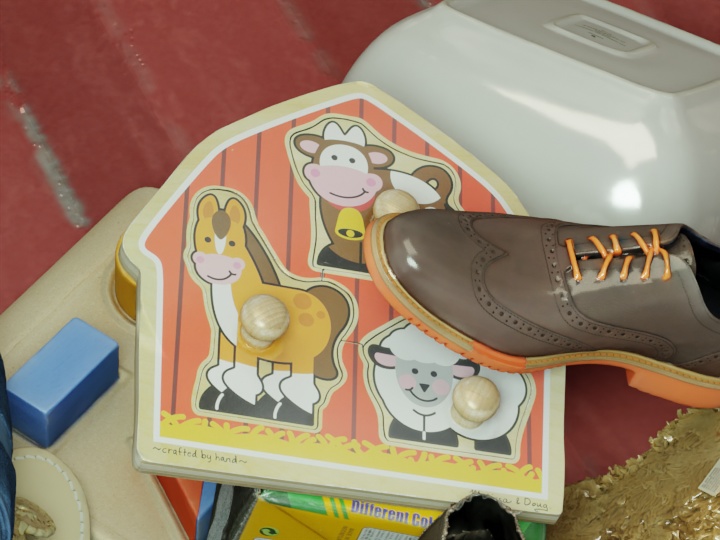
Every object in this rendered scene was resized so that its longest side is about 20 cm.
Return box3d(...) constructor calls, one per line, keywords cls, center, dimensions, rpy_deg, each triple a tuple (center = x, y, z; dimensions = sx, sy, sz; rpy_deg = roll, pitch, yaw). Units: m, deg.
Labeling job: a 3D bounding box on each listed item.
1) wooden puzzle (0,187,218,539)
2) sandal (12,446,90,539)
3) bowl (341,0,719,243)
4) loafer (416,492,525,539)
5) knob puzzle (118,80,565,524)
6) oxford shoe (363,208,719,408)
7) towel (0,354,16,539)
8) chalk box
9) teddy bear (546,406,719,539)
box3d(cls="wooden puzzle", center=(-0.086, 0.047, 1.349), dimensions=(0.200, 0.046, 0.185), rpy_deg=(27, 53, 23))
box3d(cls="sandal", center=(-0.167, 0.144, 1.208), dimensions=(0.078, 0.070, 0.212), rpy_deg=(43, 53, -3))
box3d(cls="bowl", center=(0.106, -0.079, 1.387), dimensions=(0.200, 0.075, 0.200), rpy_deg=(25, 21, 22))
box3d(cls="loafer", center=(0.046, 0.139, 1.071), dimensions=(0.073, 0.071, 0.200), rpy_deg=(8, 18, -14))
box3d(cls="knob puzzle", center=(0.000, 0.000, 1.196), dimensions=(0.219, 0.030, 0.220), rpy_deg=(8, 56, -12))
box3d(cls="oxford shoe", center=(0.094, 0.000, 1.179), dimensions=(0.200, 0.073, 0.071), rpy_deg=(11, 53, -31))
box3d(cls="towel", center=(-0.186, 0.051, 1.210), dimensions=(0.049, 0.112, 0.200), rpy_deg=(-40, 21, 7))
box3d(cls="chalk box", center=(0.012, 0.051, 1.260), dimensions=(0.124, 0.125, 0.200), rpy_deg=(14, 56, -8))
box3d(cls="teddy bear", center=(0.156, 0.104, 1.245), dimensions=(0.200, 0.067, 0.145), rpy_deg=(-37, 33, 5))
